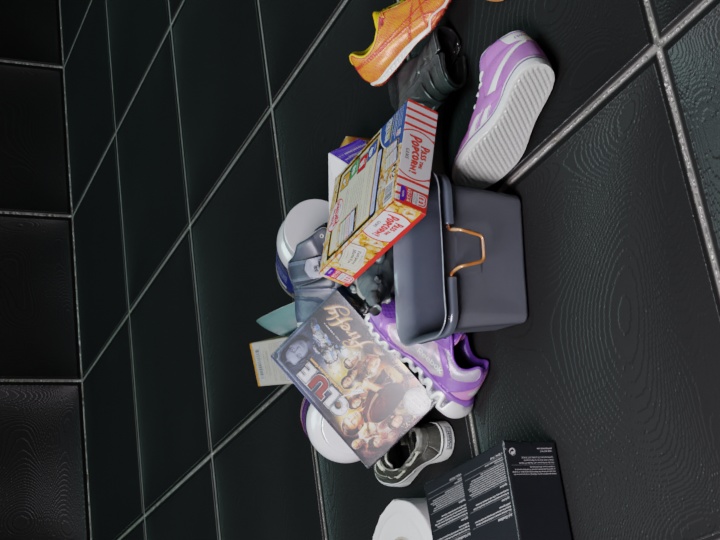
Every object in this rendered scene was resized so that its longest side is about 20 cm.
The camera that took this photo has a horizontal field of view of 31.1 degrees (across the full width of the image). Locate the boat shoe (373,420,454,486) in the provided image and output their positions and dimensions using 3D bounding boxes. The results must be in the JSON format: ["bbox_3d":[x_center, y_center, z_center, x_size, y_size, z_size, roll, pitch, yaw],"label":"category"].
[{"bbox_3d":[0.055,0.249,1.782,0.200,0.063,0.071,135,131,-55],"label":"boat shoe"}]

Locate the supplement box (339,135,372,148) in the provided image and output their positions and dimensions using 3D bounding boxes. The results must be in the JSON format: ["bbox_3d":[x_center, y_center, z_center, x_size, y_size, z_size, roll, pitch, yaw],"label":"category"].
[{"bbox_3d":[0.016,-0.102,1.896,0.069,0.066,0.201,-61,37,43],"label":"supplement box"}]

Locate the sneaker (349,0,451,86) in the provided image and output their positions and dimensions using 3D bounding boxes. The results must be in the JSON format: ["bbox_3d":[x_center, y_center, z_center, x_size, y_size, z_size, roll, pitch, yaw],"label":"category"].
[{"bbox_3d":[0.062,-0.340,1.745,0.200,0.077,0.073,-47,6,12],"label":"sneaker"}]

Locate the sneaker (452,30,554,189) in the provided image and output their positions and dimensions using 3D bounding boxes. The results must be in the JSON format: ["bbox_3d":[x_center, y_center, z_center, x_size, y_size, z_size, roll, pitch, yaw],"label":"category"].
[{"bbox_3d":[0.166,-0.200,1.596,0.201,0.072,0.115,-58,33,29],"label":"sneaker"}]

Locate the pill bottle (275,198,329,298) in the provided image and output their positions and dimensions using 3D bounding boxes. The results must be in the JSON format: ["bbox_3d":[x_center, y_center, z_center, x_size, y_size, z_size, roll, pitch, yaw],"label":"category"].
[{"bbox_3d":[-0.070,-0.030,1.948,0.200,0.114,0.117,101,164,-73],"label":"pill bottle"}]

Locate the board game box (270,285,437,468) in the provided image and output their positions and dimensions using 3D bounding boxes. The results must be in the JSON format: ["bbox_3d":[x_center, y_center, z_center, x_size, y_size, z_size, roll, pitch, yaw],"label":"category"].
[{"bbox_3d":[-0.006,0.140,1.706,0.136,0.035,0.200,-45,82,17],"label":"board game box"}]

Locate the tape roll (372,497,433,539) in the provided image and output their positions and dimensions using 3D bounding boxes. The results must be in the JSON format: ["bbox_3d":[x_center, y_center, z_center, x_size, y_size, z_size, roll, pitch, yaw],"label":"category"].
[{"bbox_3d":[0.085,0.401,1.701,0.202,0.070,0.205,-178,90,-65],"label":"tape roll"}]

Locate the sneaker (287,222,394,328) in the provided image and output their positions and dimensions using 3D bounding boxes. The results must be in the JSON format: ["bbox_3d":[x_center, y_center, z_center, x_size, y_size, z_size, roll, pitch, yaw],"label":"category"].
[{"bbox_3d":[-0.001,0.000,1.759,0.077,0.200,0.148,44,-145,-87],"label":"sneaker"}]

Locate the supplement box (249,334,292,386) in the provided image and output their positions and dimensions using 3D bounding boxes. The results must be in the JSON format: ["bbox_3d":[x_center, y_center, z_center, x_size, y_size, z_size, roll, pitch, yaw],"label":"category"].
[{"bbox_3d":[-0.074,0.127,1.984,0.200,0.125,0.074,-14,88,63],"label":"supplement box"}]

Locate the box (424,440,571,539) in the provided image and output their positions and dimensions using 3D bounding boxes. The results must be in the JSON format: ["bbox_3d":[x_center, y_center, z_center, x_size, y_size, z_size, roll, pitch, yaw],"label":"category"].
[{"bbox_3d":[0.161,0.298,1.541,0.200,0.078,0.143,138,133,-56],"label":"box"}]

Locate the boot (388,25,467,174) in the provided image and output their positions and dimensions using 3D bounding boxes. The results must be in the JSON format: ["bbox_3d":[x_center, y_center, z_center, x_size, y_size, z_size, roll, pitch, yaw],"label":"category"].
[{"bbox_3d":[0.097,-0.218,1.742,0.132,0.069,0.202,-40,56,51],"label":"boot"}]

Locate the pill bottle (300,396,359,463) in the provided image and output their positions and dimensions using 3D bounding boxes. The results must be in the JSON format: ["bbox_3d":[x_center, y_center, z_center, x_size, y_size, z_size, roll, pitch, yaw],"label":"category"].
[{"bbox_3d":[-0.025,0.211,1.842,0.200,0.111,0.114,170,102,-84],"label":"pill bottle"}]

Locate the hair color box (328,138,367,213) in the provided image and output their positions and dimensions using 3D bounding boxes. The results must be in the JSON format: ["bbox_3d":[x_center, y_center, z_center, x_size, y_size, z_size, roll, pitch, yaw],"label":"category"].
[{"bbox_3d":[0.041,-0.083,1.744,0.200,0.064,0.110,37,140,38],"label":"hair color box"}]

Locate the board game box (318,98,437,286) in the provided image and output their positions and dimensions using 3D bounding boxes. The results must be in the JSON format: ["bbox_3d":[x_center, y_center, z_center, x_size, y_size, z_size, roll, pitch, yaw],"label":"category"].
[{"bbox_3d":[0.020,-0.092,1.587,0.200,0.046,0.153,-42,33,52],"label":"board game box"}]

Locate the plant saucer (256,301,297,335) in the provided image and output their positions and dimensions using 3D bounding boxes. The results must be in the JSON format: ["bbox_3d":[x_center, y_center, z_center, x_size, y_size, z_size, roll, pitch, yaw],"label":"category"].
[{"bbox_3d":[-0.055,0.054,1.901,0.200,0.198,0.036,-28,83,61],"label":"plant saucer"}]

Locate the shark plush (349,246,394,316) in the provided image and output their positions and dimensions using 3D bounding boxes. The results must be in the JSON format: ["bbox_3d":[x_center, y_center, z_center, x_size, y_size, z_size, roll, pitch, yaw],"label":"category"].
[{"bbox_3d":[0.011,-0.006,1.629,0.200,0.090,0.084,-61,-15,-59],"label":"shark plush"}]

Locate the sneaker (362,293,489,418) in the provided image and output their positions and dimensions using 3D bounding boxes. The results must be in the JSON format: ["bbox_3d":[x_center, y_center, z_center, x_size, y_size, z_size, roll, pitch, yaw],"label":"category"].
[{"bbox_3d":[0.090,0.089,1.657,0.200,0.080,0.089,46,125,10],"label":"sneaker"}]

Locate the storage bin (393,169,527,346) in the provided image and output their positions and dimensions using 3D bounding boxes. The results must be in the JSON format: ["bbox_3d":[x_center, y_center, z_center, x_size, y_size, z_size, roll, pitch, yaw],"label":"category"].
[{"bbox_3d":[0.130,-0.014,1.571,0.145,0.133,0.202,157,112,-62],"label":"storage bin"}]
